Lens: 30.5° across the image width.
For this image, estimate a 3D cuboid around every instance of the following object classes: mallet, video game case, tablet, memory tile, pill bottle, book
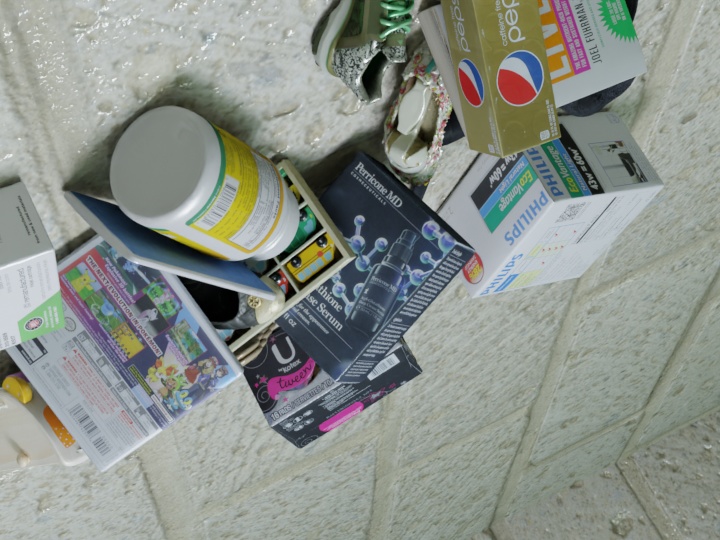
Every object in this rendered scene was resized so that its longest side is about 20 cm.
[{"bbox_3d":[0.069,-0.117,1.495,0.065,0.041,0.200,-19,157,-26],"label":"mallet"},{"bbox_3d":[-0.247,0.074,1.329,0.182,0.201,0.023,-34,-169,3],"label":"video game case"},{"bbox_3d":[-0.180,-0.021,1.266,0.199,0.130,0.014,17,108,-51],"label":"tablet"},{"bbox_3d":[-0.171,0.117,1.579,0.153,0.017,0.200,-34,-175,6],"label":"memory tile"},{"bbox_3d":[-0.138,-0.073,1.250,0.112,0.113,0.200,-36,155,13],"label":"pill bottle"},{"bbox_3d":[0.171,-0.222,1.286,0.199,0.135,0.048,-23,-173,-17],"label":"book"}]

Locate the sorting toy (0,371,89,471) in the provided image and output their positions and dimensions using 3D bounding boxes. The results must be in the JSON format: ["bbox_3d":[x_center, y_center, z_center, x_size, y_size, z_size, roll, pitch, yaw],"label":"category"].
[{"bbox_3d":[-0.326,0.142,1.465,0.199,0.108,0.179,-15,-171,45],"label":"sorting toy"}]

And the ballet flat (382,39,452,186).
[{"bbox_3d":[0.053,-0.151,1.356,0.064,0.075,0.201,-50,162,-37],"label":"ballet flat"}]

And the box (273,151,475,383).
[{"bbox_3d":[0.000,0.000,1.430,0.200,0.148,0.107,-49,165,7],"label":"box"}]

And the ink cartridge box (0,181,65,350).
[{"bbox_3d":[-0.378,0.020,1.191,0.199,0.084,0.145,-21,154,-19],"label":"ink cartridge box"}]

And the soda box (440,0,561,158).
[{"bbox_3d":[0.122,-0.210,1.198,0.067,0.064,0.202,-20,110,-20],"label":"soda box"}]

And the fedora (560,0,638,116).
[{"bbox_3d":[0.233,-0.227,1.394,0.199,0.092,0.201,-25,155,-12],"label":"fedora"}]

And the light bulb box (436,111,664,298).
[{"bbox_3d":[0.226,-0.082,1.627,0.199,0.125,0.199,-9,149,-37],"label":"light bulb box"}]

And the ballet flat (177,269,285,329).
[{"bbox_3d":[-0.175,0.028,1.358,0.198,0.067,0.057,4,-174,12],"label":"ballet flat"}]

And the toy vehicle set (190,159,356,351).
[{"bbox_3d":[-0.117,-0.006,1.385,0.199,0.125,0.026,-37,175,15],"label":"toy vehicle set"}]

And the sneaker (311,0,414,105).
[{"bbox_3d":[0.026,-0.227,1.167,0.076,0.089,0.201,-16,150,-31],"label":"sneaker"}]

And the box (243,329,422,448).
[{"bbox_3d":[-0.041,0.122,1.730,0.199,0.115,0.132,-32,154,2],"label":"box"}]
